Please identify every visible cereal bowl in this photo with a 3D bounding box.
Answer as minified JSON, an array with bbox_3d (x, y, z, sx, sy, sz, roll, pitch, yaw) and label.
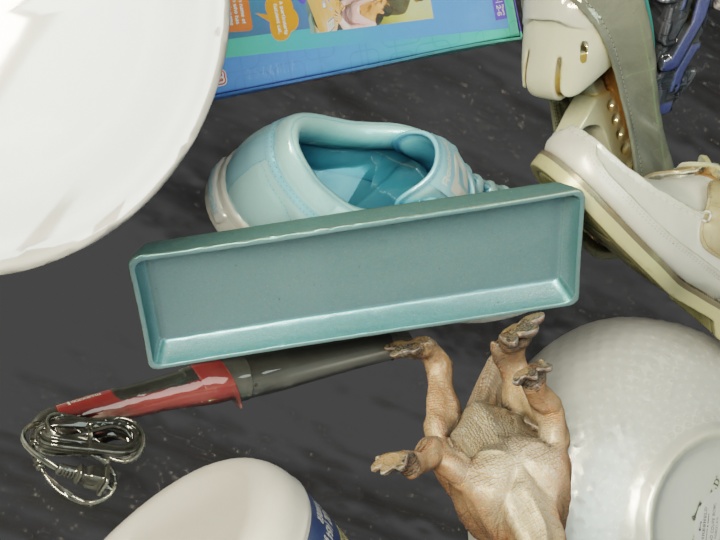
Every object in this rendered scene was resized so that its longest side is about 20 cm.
[{"bbox_3d":[0.157,0.125,0.830,0.199,0.083,0.202,1,89,-29],"label":"cereal bowl"}]

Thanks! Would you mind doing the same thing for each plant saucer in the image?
[{"bbox_3d":[0.000,0.000,0.714,0.198,0.019,0.070,-8,134,-4],"label":"plant saucer"}]

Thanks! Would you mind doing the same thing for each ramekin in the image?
[{"bbox_3d":[-0.153,-0.102,0.625,0.200,0.094,0.204,-1,95,-12],"label":"ramekin"}]

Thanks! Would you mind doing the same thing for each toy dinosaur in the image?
[{"bbox_3d":[0.067,0.103,0.738,0.085,0.200,0.136,-19,112,8],"label":"toy dinosaur"}]

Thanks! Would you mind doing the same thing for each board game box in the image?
[{"bbox_3d":[-0.028,-0.164,0.747,0.199,0.045,0.154,-14,97,-28],"label":"board game box"}]

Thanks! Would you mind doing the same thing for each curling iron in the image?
[{"bbox_3d":[-0.060,0.059,0.736,0.199,0.026,0.050,-16,61,-32],"label":"curling iron"}]

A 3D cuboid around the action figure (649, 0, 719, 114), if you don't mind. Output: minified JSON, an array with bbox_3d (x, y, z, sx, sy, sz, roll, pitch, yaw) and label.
[{"bbox_3d":[0.168,-0.186,0.837,0.192,0.105,0.201,-20,140,-35],"label":"action figure"}]

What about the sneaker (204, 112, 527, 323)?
[{"bbox_3d":[0.032,-0.026,0.751,0.199,0.082,0.075,8,65,-29],"label":"sneaker"}]

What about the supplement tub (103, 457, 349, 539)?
[{"bbox_3d":[-0.029,0.196,0.689,0.145,0.144,0.200,-48,111,-21],"label":"supplement tub"}]

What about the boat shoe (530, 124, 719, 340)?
[{"bbox_3d":[0.161,-0.021,0.780,0.200,0.075,0.069,34,98,-38],"label":"boat shoe"}]

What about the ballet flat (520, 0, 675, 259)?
[{"bbox_3d":[0.111,-0.087,0.785,0.064,0.067,0.201,-42,131,-23],"label":"ballet flat"}]
